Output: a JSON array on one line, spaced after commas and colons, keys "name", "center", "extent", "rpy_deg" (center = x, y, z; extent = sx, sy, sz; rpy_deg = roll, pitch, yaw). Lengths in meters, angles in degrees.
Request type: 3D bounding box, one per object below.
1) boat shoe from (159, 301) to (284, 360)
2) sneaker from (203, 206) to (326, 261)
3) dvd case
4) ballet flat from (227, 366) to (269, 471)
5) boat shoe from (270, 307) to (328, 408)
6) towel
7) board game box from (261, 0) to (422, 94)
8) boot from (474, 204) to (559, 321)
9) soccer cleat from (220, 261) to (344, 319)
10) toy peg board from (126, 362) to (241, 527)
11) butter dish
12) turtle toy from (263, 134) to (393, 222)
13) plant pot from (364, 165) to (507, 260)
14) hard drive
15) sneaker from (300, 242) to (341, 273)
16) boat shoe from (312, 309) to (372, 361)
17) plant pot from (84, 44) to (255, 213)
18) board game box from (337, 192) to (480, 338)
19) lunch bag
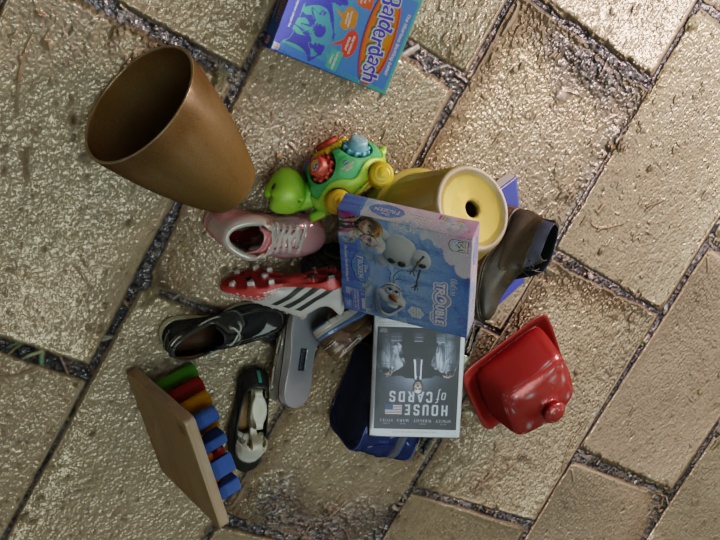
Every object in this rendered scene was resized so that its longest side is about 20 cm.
[{"name": "boat shoe", "center": [-0.209, 0.098, 1.469], "extent": [0.198, 0.068, 0.073], "rpy_deg": [-10, 114, -22]}, {"name": "sneaker", "center": [-0.130, -0.047, 1.418], "extent": [0.198, 0.105, 0.076], "rpy_deg": [9, 106, -29]}, {"name": "dvd case", "center": [0.089, 0.163, 1.489], "extent": [0.148, 0.025, 0.203], "rpy_deg": [2, 96, -4]}, {"name": "ballet flat", "center": [-0.181, 0.257, 1.548], "extent": [0.067, 0.068, 0.202], "rpy_deg": [-4, 114, -21]}, {"name": "boat shoe", "center": [-0.105, 0.118, 1.523], "extent": [0.071, 0.065, 0.203], "rpy_deg": [10, 87, -41]}, {"name": "towel", "center": [0.150, 0.195, 1.617], "extent": [0.034, 0.193, 0.202], "rpy_deg": [24, 107, 8]}, {"name": "board game box", "center": [-0.024, -0.361, 1.363], "extent": [0.198, 0.045, 0.154], "rpy_deg": [15, 105, -30]}, {"name": "boot", "center": [0.252, -0.006, 1.535], "extent": [0.074, 0.096, 0.202], "rpy_deg": [25, 81, -51]}, {"name": "soccer cleat", "center": [-0.117, 0.037, 1.452], "extent": [0.197, 0.069, 0.086], "rpy_deg": [-4, 120, 4]}, {"name": "toy peg board", "center": [-0.249, 0.250, 1.451], "extent": [0.097, 0.198, 0.202], "rpy_deg": [-29, 122, -28]}, {"name": "butter dish", "center": [0.309, 0.216, 1.693], "extent": [0.199, 0.148, 0.201], "rpy_deg": [-36, 134, -8]}, {"name": "turtle toy", "center": [-0.047, -0.138, 1.407], "extent": [0.199, 0.146, 0.102], "rpy_deg": [-32, 100, -9]}, {"name": "plant pot", "center": [0.118, -0.069, 1.426], "extent": [0.199, 0.188, 0.203], "rpy_deg": [7, 75, -28]}, {"name": "hard drive", "center": [0.231, -0.044, 1.598], "extent": [0.132, 0.025, 0.202], "rpy_deg": [-35, 127, -40]}, {"name": "sneaker", "center": [0.000, 0.000, 1.519], "extent": [0.198, 0.076, 0.092], "rpy_deg": [-10, 122, -18]}, {"name": "boat shoe", "center": [0.014, 0.086, 1.530], "extent": [0.199, 0.072, 0.073], "rpy_deg": [-26, 86, -29]}, {"name": "plant pot", "center": [-0.238, -0.168, 1.286], "extent": [0.187, 0.186, 0.200], "rpy_deg": [-46, 134, 0]}, {"name": "board game box", "center": [0.068, -0.004, 1.353], "extent": [0.197, 0.044, 0.201], "rpy_deg": [12, 137, 16]}, {"name": "lunch bag", "center": [0.051, 0.210, 1.594], "extent": [0.131, 0.136, 0.202], "rpy_deg": [15, 104, -29]}]
